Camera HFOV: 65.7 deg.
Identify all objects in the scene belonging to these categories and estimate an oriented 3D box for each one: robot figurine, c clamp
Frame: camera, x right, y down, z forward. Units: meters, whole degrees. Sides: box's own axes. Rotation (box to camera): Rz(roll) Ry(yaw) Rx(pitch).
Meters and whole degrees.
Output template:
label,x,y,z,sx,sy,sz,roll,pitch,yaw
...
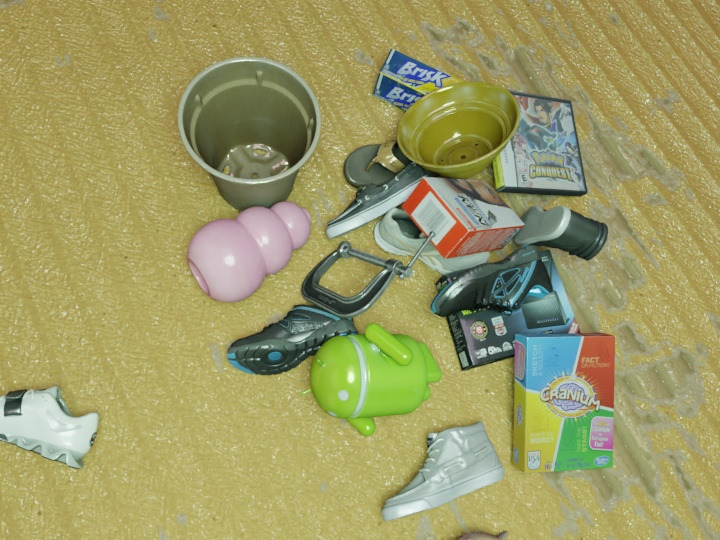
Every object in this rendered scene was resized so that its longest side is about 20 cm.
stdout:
label,x,y,z,sx,sy,sz,roll,pitch,yaw
robot figurine,0.016,0.150,0.803,0.198,0.177,0.116,3,40,-28
c clamp,0.000,0.000,0.847,0.172,0.199,0.027,-54,128,-20

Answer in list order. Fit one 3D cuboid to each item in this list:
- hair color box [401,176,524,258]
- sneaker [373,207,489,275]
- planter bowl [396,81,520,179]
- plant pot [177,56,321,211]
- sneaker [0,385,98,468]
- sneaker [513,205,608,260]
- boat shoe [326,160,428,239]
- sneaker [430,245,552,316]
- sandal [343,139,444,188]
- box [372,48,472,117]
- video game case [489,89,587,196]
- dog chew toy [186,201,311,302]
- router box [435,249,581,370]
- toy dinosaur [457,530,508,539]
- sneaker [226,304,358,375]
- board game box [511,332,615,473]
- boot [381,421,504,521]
label,x,y,z,sx,sy,sz,roll,pitch,yaw
hair color box,0.167,-0.087,0.880,0.199,0.064,0.111,-9,56,-52
sneaker,0.122,-0.048,0.910,0.197,0.092,0.077,14,71,-4
planter bowl,0.165,-0.213,0.919,0.198,0.084,0.202,-11,51,14
plant pot,-0.166,-0.185,0.861,0.197,0.184,0.203,3,72,-8
sneaker,-0.455,0.192,0.758,0.198,0.074,0.089,24,70,-11
sneaker,0.319,-0.056,0.896,0.098,0.200,0.071,24,91,-6
boat shoe,0.024,-0.117,0.921,0.198,0.069,0.057,-30,92,-12
sneaker,0.199,0.031,0.832,0.198,0.073,0.083,-23,77,-14
sandal,0.067,-0.191,0.967,0.197,0.055,0.083,-5,73,-10
box,0.126,-0.316,1.008,0.198,0.070,0.065,25,67,-1
video game case,0.313,-0.226,0.994,0.197,0.025,0.184,-1,79,-26
dog chew toy,-0.160,-0.039,0.854,0.199,0.125,0.125,-32,79,-25
router box,0.238,0.063,0.908,0.197,0.062,0.152,-13,74,-12
toy dinosaur,0.134,0.417,0.772,0.135,0.086,0.200,42,66,13
sneaker,-0.105,0.100,0.851,0.197,0.074,0.082,-11,48,-10
board game box,0.310,0.198,0.852,0.151,0.040,0.203,0,91,-12
boot,0.110,0.290,0.819,0.197,0.074,0.097,-13,68,-21
